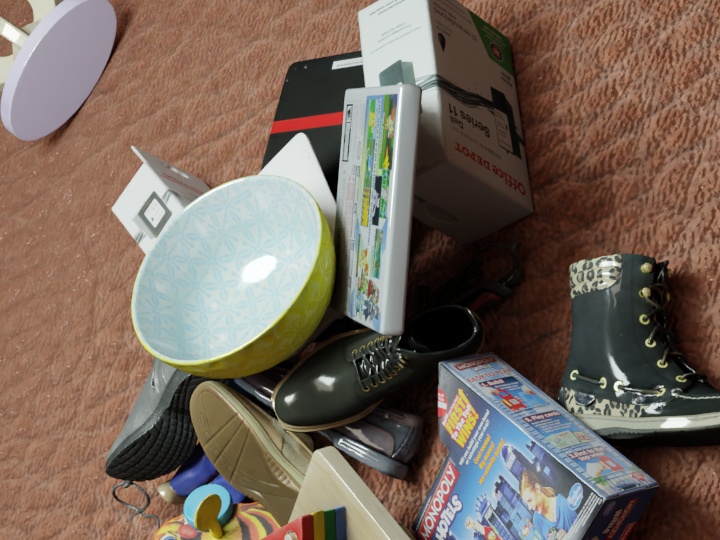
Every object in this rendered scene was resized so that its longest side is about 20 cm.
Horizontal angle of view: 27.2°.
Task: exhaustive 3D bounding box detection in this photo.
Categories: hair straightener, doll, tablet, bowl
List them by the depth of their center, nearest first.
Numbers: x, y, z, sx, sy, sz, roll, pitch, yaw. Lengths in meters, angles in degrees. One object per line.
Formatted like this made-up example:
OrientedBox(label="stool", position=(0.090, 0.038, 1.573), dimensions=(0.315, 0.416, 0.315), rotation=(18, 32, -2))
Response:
OrientedBox(label="bowl", position=(-0.097, 0.024, 1.354), dimensions=(0.200, 0.108, 0.201), rotation=(-17, 49, 21))
OrientedBox(label="hair straightener", position=(0.070, 0.031, 1.374), dimensions=(0.200, 0.041, 0.077), rotation=(-42, 49, 19))
OrientedBox(label="tablet", position=(-0.065, -0.023, 1.440), dimensions=(0.130, 0.014, 0.200), rotation=(-45, 49, 29))
OrientedBox(label="doll", position=(-0.114, 0.167, 1.465), dimensions=(0.200, 0.048, 0.137), rotation=(-44, 67, 15))

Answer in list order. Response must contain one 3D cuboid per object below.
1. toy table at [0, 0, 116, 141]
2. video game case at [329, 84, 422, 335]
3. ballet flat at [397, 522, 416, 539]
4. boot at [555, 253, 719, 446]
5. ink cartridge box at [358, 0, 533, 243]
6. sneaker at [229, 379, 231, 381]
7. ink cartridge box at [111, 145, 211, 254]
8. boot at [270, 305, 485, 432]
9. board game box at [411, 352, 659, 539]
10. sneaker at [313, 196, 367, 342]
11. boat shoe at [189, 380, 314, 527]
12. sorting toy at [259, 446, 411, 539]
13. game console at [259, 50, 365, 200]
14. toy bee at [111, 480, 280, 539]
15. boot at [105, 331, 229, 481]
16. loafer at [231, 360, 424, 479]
OrientedBox(label="toy table", position=(-0.404, -0.275, 1.850), dimensions=(0.117, 0.184, 0.200), rotation=(36, 84, 28))
OrientedBox(label="video game case", position=(0.011, -0.056, 1.266), dimensions=(0.182, 0.022, 0.201), rotation=(-159, 73, -74))
OrientedBox(label="ballet flat", position=(0.049, 0.285, 1.261), dimensions=(0.070, 0.069, 0.200), rotation=(-55, 46, 8))
OrientedBox(label="boot", position=(0.240, 0.060, 1.182), dimensions=(0.203, 0.073, 0.154), rotation=(-8, 71, 43))
OrientedBox(label="ink cartridge box", position=(0.079, -0.145, 1.374), dimensions=(0.083, 0.146, 0.201), rotation=(-23, 58, 33))
OrientedBox(label="sneaker", position=(-0.178, 0.055, 1.558), dimensions=(0.071, 0.075, 0.200), rotation=(-55, 46, 7))
OrientedBox(label="ink cartridge box", position=(-0.182, -0.041, 1.578), dimensions=(0.067, 0.116, 0.200), rotation=(-53, 45, 11))
OrientedBox(label="boot", position=(0.011, 0.076, 1.274), dimensions=(0.200, 0.138, 0.078), rotation=(-28, 82, 0))
OrientedBox(label="board game box", position=(0.121, 0.174, 1.212), dimensions=(0.200, 0.062, 0.200), rotation=(53, 135, 35))
OrientedBox(label="sneaker", position=(-0.001, 0.001, 1.433), dimensions=(0.199, 0.080, 0.115), rotation=(-48, 50, 24))
OrientedBox(label="boat shoe", position=(-0.076, 0.176, 1.366), dimensions=(0.200, 0.064, 0.071), rotation=(47, 128, 9))
OrientedBox(label="sorting toy", position=(-0.024, 0.290, 1.249), dimensions=(0.200, 0.069, 0.199), rotation=(47, 131, 37))
OrientedBox(label="game console", position=(-0.018, -0.147, 1.546), dimensions=(0.200, 0.031, 0.177), rotation=(-3, 65, 40))
OrientedBox(label="toy bee", position=(-0.148, 0.265, 1.399), dimensions=(0.200, 0.131, 0.109), rotation=(-16, 38, 31))
OrientedBox(label="boot", position=(-0.191, 0.108, 1.465), dimensions=(0.200, 0.070, 0.132), rotation=(-47, 40, 31))
OrientedBox(label="loafer", position=(-0.030, 0.121, 1.380), dimensions=(0.200, 0.072, 0.063), rotation=(29, 89, 22))
